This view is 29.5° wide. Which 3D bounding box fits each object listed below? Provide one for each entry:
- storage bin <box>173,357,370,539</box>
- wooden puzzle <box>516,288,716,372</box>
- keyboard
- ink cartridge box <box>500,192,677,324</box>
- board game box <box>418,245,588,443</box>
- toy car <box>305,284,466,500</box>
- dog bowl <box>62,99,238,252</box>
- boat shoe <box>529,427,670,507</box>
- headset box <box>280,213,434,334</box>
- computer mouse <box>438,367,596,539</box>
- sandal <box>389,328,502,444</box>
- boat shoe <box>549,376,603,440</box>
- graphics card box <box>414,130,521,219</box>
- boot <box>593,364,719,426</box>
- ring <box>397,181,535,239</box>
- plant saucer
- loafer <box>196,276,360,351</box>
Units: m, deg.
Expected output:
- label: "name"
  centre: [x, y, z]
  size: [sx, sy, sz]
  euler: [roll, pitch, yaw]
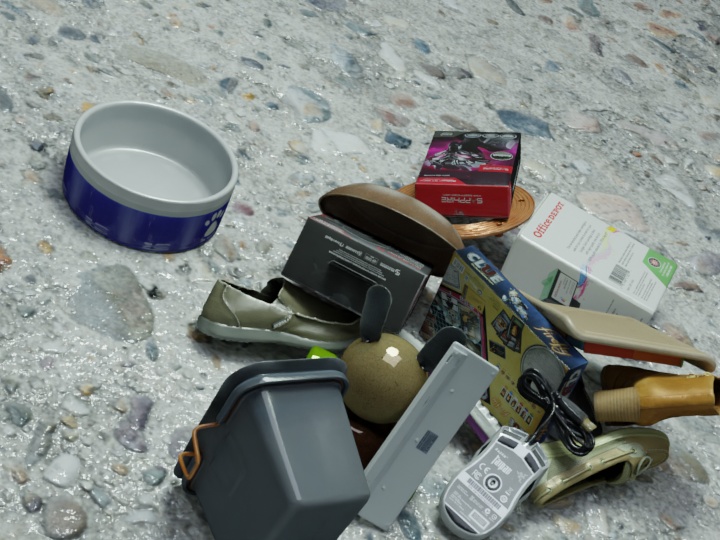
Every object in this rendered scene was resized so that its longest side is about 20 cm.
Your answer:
- label: "storage bin"
  centre: [-0.082, 0.192, 1.242]
  size: [0.145, 0.200, 0.135]
  euler: [-1, 51, -31]
- label: "wooden puzzle"
  centre: [0.284, 0.073, 1.579]
  size: [0.199, 0.037, 0.185]
  euler: [15, 7, -19]
- label: "keyboard"
  centre: [0.059, 0.165, 1.351]
  size: [0.056, 0.200, 0.011]
  euler: [32, 8, -19]
- label: "ink cartridge box"
  centre: [0.298, 0.002, 1.797]
  size: [0.200, 0.084, 0.145]
  euler: [31, 35, 9]
- label: "board game box"
  centre: [0.158, 0.087, 1.559]
  size: [0.035, 0.136, 0.200]
  euler: [-16, 52, -38]
- label: "toy car"
  centre: [0.024, 0.106, 1.398]
  size: [0.164, 0.200, 0.158]
  euler: [26, 35, 2]
- label: "dog bowl"
  centre: [-0.250, -0.114, 1.626]
  size: [0.199, 0.079, 0.200]
  euler: [16, 36, -12]
- label: "boat shoe"
  centre: [0.264, 0.220, 1.511]
  size: [0.200, 0.073, 0.063]
  euler: [-1, 54, -30]
- label: "headset box"
  centre: [0.000, 0.000, 1.558]
  size: [0.148, 0.077, 0.200]
  euler: [26, 5, 4]
- label: "computer mouse"
  centre: [0.155, 0.204, 1.439]
  size: [0.110, 0.044, 0.200]
  euler: [42, 69, 12]
- label: "sandal"
  centre: [0.091, 0.139, 1.521]
  size: [0.050, 0.083, 0.203]
  euler: [-41, 62, -7]
- label: "boat shoe"
  centre: [0.226, 0.124, 1.607]
  size: [0.072, 0.071, 0.200]
  euler: [-4, 44, -35]
- label: "graphics card box"
  centre: [0.147, -0.131, 1.832]
  size: [0.125, 0.051, 0.200]
  euler: [2, 26, 12]
- label: "boot"
  centre: [0.348, 0.144, 1.566]
  size: [0.143, 0.071, 0.201]
  euler: [-5, 2, 15]
- label: "ring"
  centre: [0.131, -0.080, 1.808]
  size: [0.199, 0.019, 0.201]
  euler: [-2, 26, 1]
- label: "plant saucer"
  centre: [0.046, -0.054, 1.641]
  size: [0.200, 0.200, 0.037]
  euler: [26, 76, 2]
- label: "loafer"
  centre: [-0.079, 0.045, 1.510]
  size: [0.199, 0.070, 0.075]
  euler: [5, 10, -25]
